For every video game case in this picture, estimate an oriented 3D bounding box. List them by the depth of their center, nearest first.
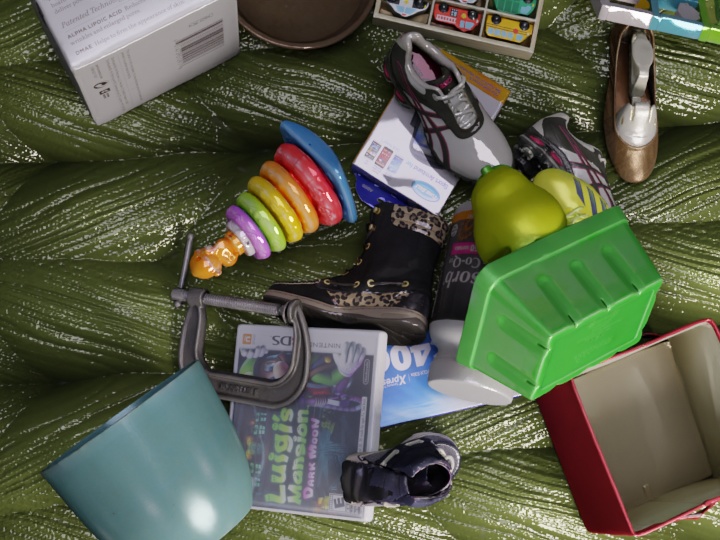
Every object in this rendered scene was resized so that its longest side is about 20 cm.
[{"bbox_3d":[-0.063,0.163,1.371,0.179,0.023,0.203,1,82,25],"label":"video game case"}]

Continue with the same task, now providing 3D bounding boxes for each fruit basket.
[{"bbox_3d":[0.174,-0.001,1.263,0.212,0.157,0.217,5,43,-5],"label":"fruit basket"}]

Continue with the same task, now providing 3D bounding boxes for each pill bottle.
[{"bbox_3d":[0.138,0.035,1.360,0.115,0.116,0.203,13,74,-1],"label":"pill bottle"}]

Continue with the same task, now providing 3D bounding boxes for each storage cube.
[{"bbox_3d":[0.309,0.171,1.356,0.169,0.180,0.202,-20,81,-8],"label":"storage cube"}]

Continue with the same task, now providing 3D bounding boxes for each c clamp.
[{"bbox_3d":[-0.135,0.061,1.389,0.198,0.027,0.173,13,89,27],"label":"c clamp"}]

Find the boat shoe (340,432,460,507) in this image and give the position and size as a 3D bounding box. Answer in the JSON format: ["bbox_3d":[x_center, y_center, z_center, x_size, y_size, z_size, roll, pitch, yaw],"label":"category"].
[{"bbox_3d":[0.072,0.215,1.324,0.092,0.199,0.076,-1,93,37],"label":"boat shoe"}]

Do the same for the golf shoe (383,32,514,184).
[{"bbox_3d":[0.099,-0.178,1.406,0.077,0.088,0.200,-40,86,-9],"label":"golf shoe"}]

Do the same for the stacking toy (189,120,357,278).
[{"bbox_3d":[-0.108,-0.056,1.391,0.199,0.110,0.116,-40,60,-14],"label":"stacking toy"}]

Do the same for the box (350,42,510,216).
[{"bbox_3d":[0.076,-0.154,1.470,0.118,0.042,0.202,30,78,2],"label":"box"}]

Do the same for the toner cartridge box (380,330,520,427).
[{"bbox_3d":[0.080,0.117,1.421,0.197,0.043,0.096,-13,82,-6],"label":"toner cartridge box"}]

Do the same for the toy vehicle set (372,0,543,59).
[{"bbox_3d":[0.122,-0.337,1.510,0.197,0.027,0.126,12,79,-2],"label":"toy vehicle set"}]

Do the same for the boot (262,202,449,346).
[{"bbox_3d":[0.000,0.000,1.418,0.197,0.073,0.152,6,59,26],"label":"boot"}]

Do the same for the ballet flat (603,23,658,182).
[{"bbox_3d":[0.325,-0.209,1.479,0.067,0.072,0.203,5,80,-2],"label":"ballet flat"}]

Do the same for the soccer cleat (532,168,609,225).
[{"bbox_3d":[0.255,-0.024,1.378,0.064,0.084,0.201,-32,96,30],"label":"soccer cleat"}]

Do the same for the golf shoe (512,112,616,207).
[{"bbox_3d":[0.265,-0.095,1.456,0.088,0.077,0.201,-40,90,-24],"label":"golf shoe"}]

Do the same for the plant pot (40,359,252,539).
[{"bbox_3d":[-0.206,0.217,1.315,0.200,0.201,0.162,-36,93,-9],"label":"plant pot"}]

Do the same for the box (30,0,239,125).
[{"bbox_3d":[-0.248,-0.286,1.390,0.198,0.199,0.132,-28,83,-9],"label":"box"}]

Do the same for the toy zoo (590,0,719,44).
[{"bbox_3d":[0.346,-0.325,1.488,0.197,0.021,0.132,12,41,-2],"label":"toy zoo"}]

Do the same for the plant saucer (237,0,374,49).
[{"bbox_3d":[-0.076,-0.353,1.489,0.197,0.029,0.203,3,76,-11],"label":"plant saucer"}]
